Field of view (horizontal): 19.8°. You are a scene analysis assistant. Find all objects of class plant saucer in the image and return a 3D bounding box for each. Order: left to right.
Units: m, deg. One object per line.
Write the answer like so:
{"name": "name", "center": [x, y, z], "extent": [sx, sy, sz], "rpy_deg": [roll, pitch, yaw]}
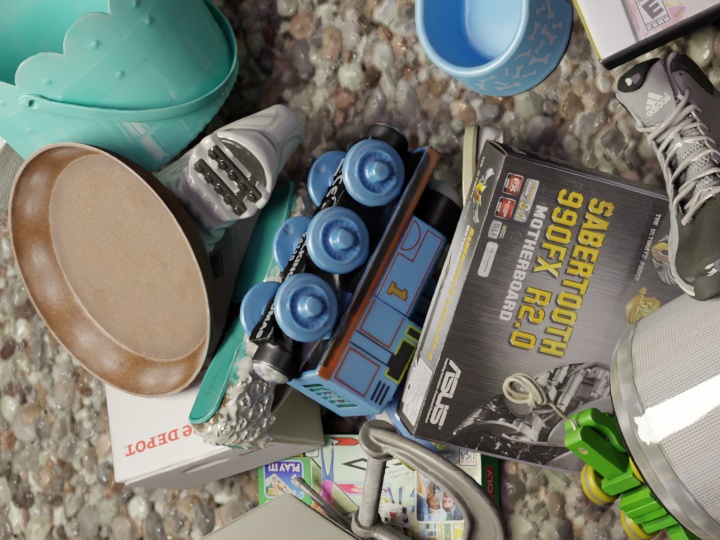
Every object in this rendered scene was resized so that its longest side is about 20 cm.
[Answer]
{"name": "plant saucer", "center": [-0.173, -0.004, 1.489], "extent": [0.200, 0.034, 0.201], "rpy_deg": [23, 128, 33]}

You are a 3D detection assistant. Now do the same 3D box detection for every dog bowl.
{"name": "dog bowl", "center": [0.090, -0.225, 1.457], "extent": [0.111, 0.050, 0.201], "rpy_deg": [2, 92, 34]}

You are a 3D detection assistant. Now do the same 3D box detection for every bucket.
{"name": "bucket", "center": [-0.198, -0.160, 1.551], "extent": [0.207, 0.135, 0.207], "rpy_deg": [-27, 32, 19]}

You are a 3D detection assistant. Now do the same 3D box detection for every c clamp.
{"name": "c clamp", "center": [0.026, 0.164, 1.422], "extent": [0.171, 0.027, 0.200], "rpy_deg": [39, 151, 13]}

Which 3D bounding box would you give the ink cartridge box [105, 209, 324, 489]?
{"name": "ink cartridge box", "center": [-0.118, 0.053, 1.560], "extent": [0.144, 0.084, 0.201], "rpy_deg": [-20, 69, 32]}

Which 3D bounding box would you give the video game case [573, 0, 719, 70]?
{"name": "video game case", "center": [0.216, -0.255, 1.359], "extent": [0.200, 0.025, 0.181], "rpy_deg": [-25, 76, 16]}

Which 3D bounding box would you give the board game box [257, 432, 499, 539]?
{"name": "board game box", "center": [0.012, 0.187, 1.525], "extent": [0.199, 0.029, 0.135], "rpy_deg": [-3, 88, 34]}

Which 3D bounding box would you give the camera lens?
{"name": "camera lens", "center": [0.267, 0.068, 1.274], "extent": [0.200, 0.160, 0.160], "rpy_deg": [-33, 73, 30]}

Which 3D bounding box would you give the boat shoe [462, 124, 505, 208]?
{"name": "boat shoe", "center": [0.111, -0.005, 1.435], "extent": [0.068, 0.075, 0.201], "rpy_deg": [-6, 99, 11]}

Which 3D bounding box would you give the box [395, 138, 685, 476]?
{"name": "box", "center": [0.129, 0.029, 1.374], "extent": [0.048, 0.158, 0.201], "rpy_deg": [-128, 55, -69]}

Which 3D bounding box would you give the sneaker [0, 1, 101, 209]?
{"name": "sneaker", "center": [-0.284, -0.158, 1.701], "extent": [0.115, 0.074, 0.200], "rpy_deg": [36, 100, 30]}

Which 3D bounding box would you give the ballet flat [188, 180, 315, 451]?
{"name": "ballet flat", "center": [-0.064, 0.037, 1.465], "extent": [0.072, 0.072, 0.201], "rpy_deg": [8, 70, 33]}

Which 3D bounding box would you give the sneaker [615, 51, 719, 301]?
{"name": "sneaker", "center": [0.198, -0.070, 1.285], "extent": [0.075, 0.200, 0.116], "rpy_deg": [-34, 111, 24]}

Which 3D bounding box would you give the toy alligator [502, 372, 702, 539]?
{"name": "toy alligator", "center": [0.174, 0.119, 1.364], "extent": [0.200, 0.054, 0.059], "rpy_deg": [44, 138, -15]}

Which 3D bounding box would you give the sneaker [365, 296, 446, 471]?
{"name": "sneaker", "center": [0.028, 0.043, 1.488], "extent": [0.082, 0.074, 0.200], "rpy_deg": [-30, 66, 14]}

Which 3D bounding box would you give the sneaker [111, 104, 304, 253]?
{"name": "sneaker", "center": [-0.112, -0.058, 1.490], "extent": [0.200, 0.081, 0.075], "rpy_deg": [-27, 107, 44]}

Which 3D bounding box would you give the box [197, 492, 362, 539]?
{"name": "box", "center": [-0.068, 0.284, 1.485], "extent": [0.109, 0.128, 0.201], "rpy_deg": [30, 126, 32]}

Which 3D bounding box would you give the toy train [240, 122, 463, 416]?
{"name": "toy train", "center": [0.000, 0.000, 1.412], "extent": [0.087, 0.114, 0.200], "rpy_deg": [-11, 49, 63]}
